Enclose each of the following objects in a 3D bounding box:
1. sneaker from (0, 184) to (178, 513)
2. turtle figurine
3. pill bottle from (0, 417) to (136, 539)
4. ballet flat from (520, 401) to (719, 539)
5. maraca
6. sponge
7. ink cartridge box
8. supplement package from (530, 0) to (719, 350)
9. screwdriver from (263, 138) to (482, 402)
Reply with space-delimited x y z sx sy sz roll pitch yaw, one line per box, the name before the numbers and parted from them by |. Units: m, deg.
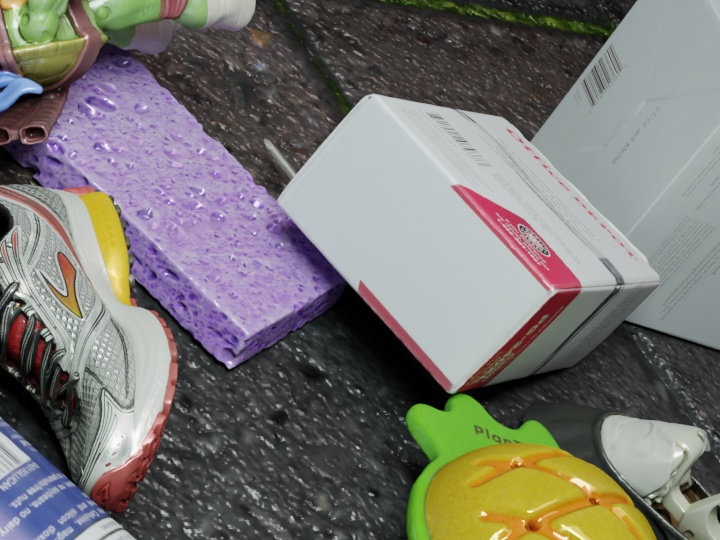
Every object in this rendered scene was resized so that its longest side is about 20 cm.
sneaker | -0.140 0.033 0.845 0.082 0.078 0.200 8 32 -31
turtle figurine | -0.158 -0.169 0.962 0.194 0.144 0.200 -7 55 -51
pill bottle | -0.114 0.143 0.683 0.200 0.111 0.111 41 32 7
ballet flat | 0.178 0.126 1.022 0.200 0.068 0.068 42 33 9
maraca | 0.080 0.129 0.890 0.137 0.107 0.200 25 28 -22
sponge | -0.104 -0.040 1.005 0.200 0.030 0.112 44 33 12
ink cartridge box | 0.066 -0.015 1.044 0.145 0.083 0.200 47 18 17
supplement package | 0.246 -0.066 1.218 0.200 0.191 0.147 17 37 -29
screwdriver | 0.000 0.000 1.062 0.028 0.029 0.200 -11 51 -49
